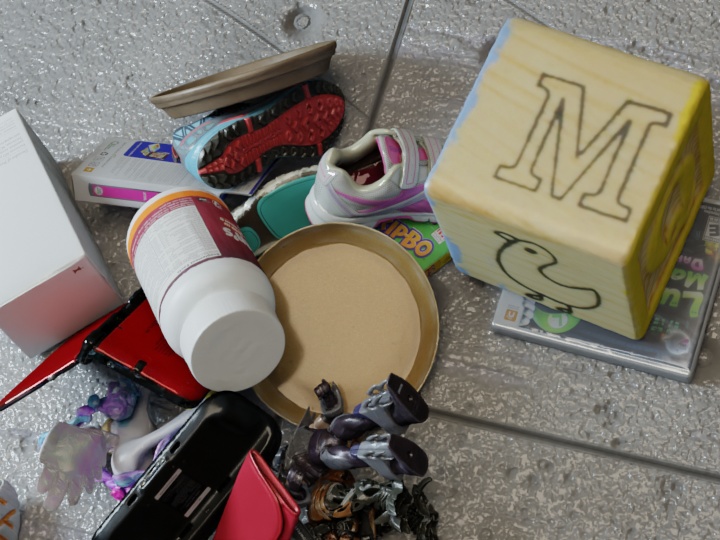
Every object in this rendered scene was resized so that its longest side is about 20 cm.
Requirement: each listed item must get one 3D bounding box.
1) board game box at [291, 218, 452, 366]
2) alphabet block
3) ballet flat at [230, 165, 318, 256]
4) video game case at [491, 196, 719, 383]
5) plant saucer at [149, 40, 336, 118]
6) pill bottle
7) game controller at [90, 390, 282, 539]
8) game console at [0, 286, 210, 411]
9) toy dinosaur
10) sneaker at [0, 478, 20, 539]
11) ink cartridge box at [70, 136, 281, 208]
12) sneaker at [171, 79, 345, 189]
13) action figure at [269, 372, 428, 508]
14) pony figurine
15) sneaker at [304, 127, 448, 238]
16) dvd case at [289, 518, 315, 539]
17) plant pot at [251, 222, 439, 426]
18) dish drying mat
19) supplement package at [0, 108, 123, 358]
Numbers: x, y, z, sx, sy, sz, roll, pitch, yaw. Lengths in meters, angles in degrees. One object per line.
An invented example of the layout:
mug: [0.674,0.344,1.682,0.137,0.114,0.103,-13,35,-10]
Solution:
board game box: [0.000,0.000,1.719,0.199,0.030,0.096,-39,66,-3]
alphabet block: [0.199,-0.084,1.597,0.198,0.196,0.198,21,74,22]
ballet flat: [-0.108,-0.052,1.747,0.199,0.072,0.072,-32,64,-4]
video game case: [0.245,-0.002,1.667,0.198,0.023,0.184,14,71,17]
plant saucer: [-0.116,-0.192,1.755,0.198,0.200,0.030,-16,101,5]
pill bottle: [-0.142,0.017,1.605,0.109,0.110,0.200,-31,41,-2]
game controller: [-0.156,0.199,1.558,0.201,0.104,0.042,-50,37,0]
game console: [-0.221,0.095,1.654,0.171,0.200,0.120,28,111,2]
toy dinosaur: [-0.007,0.226,1.592,0.134,0.102,0.203,-9,82,25]
sneaker: [-0.401,0.283,1.660,0.077,0.078,0.201,24,73,30]
ink cartridge box: [-0.187,-0.095,1.770,0.197,0.037,0.095,5,30,17]
sneaker: [-0.105,-0.152,1.754,0.199,0.080,0.095,-23,33,-34]
action figure: [-0.024,0.155,1.566,0.199,0.069,0.131,-20,48,43]
pony figurine: [-0.217,0.179,1.638,0.198,0.168,0.194,-20,32,7]
sneaker: [0.044,-0.095,1.683,0.198,0.089,0.082,-16,60,-13]
dvd case: [-0.058,0.295,1.549,0.022,0.147,0.200,-21,59,-37]
plant pot: [-0.023,0.056,1.670,0.197,0.027,0.203,0,84,2]
dish drying mat: [-0.104,0.251,1.553,0.018,0.201,0.077,-18,56,-36]
supplement package: [-0.342,-0.037,1.757,0.116,0.117,0.201,-29,61,-2]
